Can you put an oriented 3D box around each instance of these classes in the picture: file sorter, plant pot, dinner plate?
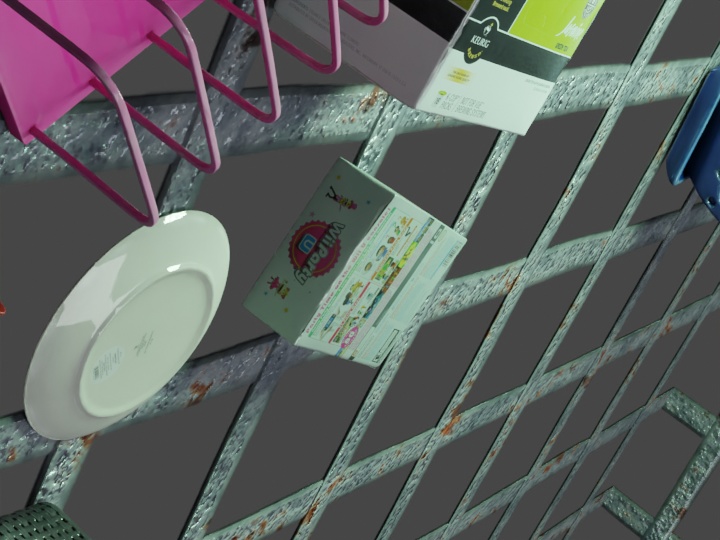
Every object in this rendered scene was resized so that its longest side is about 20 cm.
[{"bbox_3d":[-0.091,-0.144,0.781,0.200,0.125,0.139,-43,155,-22],"label":"file sorter"},{"bbox_3d":[0.516,-0.165,1.848,0.199,0.179,0.201,-27,146,-47],"label":"plant pot"},{"bbox_3d":[-0.160,0.046,1.053,0.200,0.024,0.201,-41,154,-25],"label":"dinner plate"}]

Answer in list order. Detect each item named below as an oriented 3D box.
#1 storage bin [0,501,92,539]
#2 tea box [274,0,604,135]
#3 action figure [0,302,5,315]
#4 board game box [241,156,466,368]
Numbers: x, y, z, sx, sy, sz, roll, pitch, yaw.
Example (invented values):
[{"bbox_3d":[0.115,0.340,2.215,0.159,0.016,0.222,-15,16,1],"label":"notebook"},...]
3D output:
[{"bbox_3d":[-0.256,0.289,1.066,0.093,0.135,0.201,-13,135,-56],"label":"storage bin"},{"bbox_3d":[0.078,-0.215,0.994,0.198,0.133,0.200,-58,157,14],"label":"tea box"},{"bbox_3d":[-0.280,0.100,0.872,0.201,0.052,0.065,-58,161,17],"label":"action figure"},{"bbox_3d":[0.000,0.000,1.244,0.148,0.064,0.200,-56,159,3],"label":"board game box"}]
